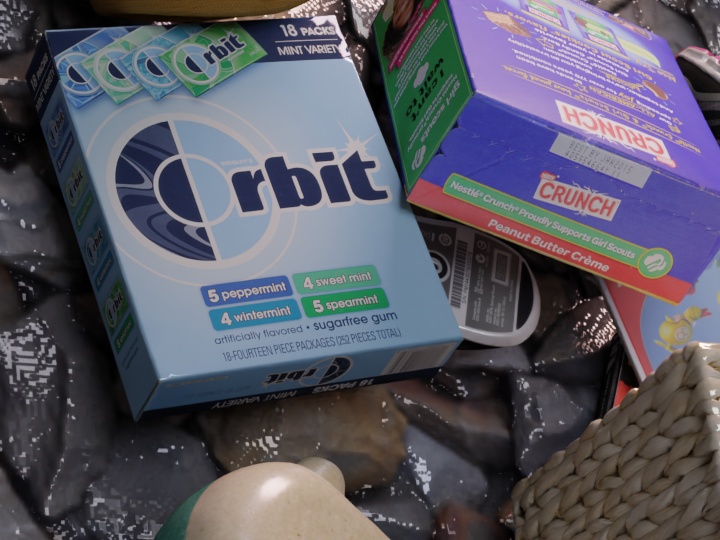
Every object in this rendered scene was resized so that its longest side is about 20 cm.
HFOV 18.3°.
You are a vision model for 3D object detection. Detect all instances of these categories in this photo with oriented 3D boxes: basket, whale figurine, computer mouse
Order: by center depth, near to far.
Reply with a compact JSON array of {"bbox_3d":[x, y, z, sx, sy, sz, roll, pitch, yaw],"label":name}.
[{"bbox_3d":[-0.026,0.170,1.062,0.199,0.103,0.161,22,52,-49],"label":"whale figurine"},{"bbox_3d":[0.198,0.151,1.092,0.198,0.198,0.162,5,60,-27],"label":"basket"},{"bbox_3d":[0.000,0.000,1.187,0.198,0.044,0.110,20,52,-13],"label":"computer mouse"}]

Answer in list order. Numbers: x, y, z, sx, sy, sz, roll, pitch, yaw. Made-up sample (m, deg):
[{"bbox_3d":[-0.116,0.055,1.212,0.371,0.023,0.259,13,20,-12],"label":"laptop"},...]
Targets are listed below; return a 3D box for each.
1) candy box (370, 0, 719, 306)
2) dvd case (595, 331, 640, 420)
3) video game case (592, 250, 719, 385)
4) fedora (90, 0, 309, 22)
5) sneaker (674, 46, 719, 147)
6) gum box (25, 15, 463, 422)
[{"bbox_3d":[0.102,-0.085,1.217,0.168,0.077,0.201,22,26,-18],"label":"candy box"},{"bbox_3d":[0.184,0.144,1.229,0.145,0.022,0.201,26,54,-16],"label":"dvd case"},{"bbox_3d":[0.238,0.005,1.237,0.198,0.017,0.144,-22,64,2],"label":"video game case"},{"bbox_3d":[-0.083,-0.171,1.164,0.199,0.200,0.083,-10,98,-33],"label":"fedora"},{"bbox_3d":[0.230,-0.048,1.323,0.074,0.087,0.200,26,25,-55],"label":"sneaker"},{"bbox_3d":[-0.060,-0.032,1.122,0.169,0.045,0.201,-6,61,-29],"label":"gum box"}]
